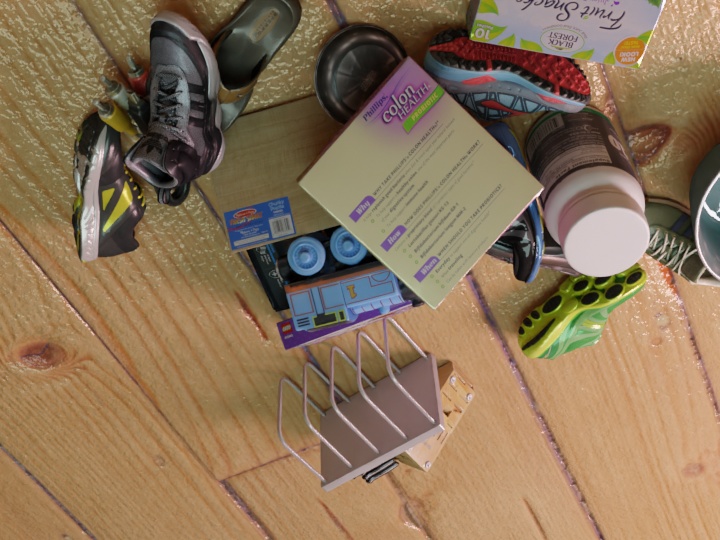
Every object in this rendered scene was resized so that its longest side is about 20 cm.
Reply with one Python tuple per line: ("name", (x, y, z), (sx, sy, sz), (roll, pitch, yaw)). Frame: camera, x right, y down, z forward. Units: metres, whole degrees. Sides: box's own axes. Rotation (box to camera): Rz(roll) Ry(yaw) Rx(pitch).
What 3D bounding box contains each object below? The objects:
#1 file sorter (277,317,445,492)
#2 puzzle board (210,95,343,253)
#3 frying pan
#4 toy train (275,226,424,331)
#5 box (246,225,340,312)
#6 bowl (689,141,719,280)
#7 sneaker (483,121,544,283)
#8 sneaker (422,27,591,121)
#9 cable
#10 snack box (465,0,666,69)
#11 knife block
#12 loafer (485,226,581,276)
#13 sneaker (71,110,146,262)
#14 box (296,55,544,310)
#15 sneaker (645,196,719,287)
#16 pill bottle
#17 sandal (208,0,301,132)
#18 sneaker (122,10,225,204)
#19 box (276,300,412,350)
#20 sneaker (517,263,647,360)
("file sorter", (-0.005, 0.177, 1.457), (0.199, 0.139, 0.125), (-31, 123, 20))
("puzzle board", (-0.075, -0.118, 1.239), (0.198, 0.017, 0.152), (-14, 89, 9))
("frying pan", (0.022, -0.184, 1.202), (0.114, 0.031, 0.191), (-32, 112, -6))
("toy train", (0.000, 0.000, 1.255), (0.198, 0.087, 0.116), (-14, 95, 11))
("box", (-0.066, -0.051, 1.327), (0.157, 0.046, 0.201), (-14, 128, 8))
("bowl", (0.477, -0.088, 1.280), (0.198, 0.105, 0.203), (-4, 118, -7))
("sneaker", (0.167, -0.077, 1.254), (0.082, 0.071, 0.201), (-16, 116, 11))
("sneaker", (0.161, -0.212, 1.208), (0.198, 0.080, 0.096), (13, 146, -10))
("cable", (-0.239, -0.163, 1.231), (0.050, 0.098, 0.201), (23, 155, 24))
("snack box", (0.225, -0.303, 1.137), (0.198, 0.053, 0.143), (7, 129, -9))
("knife block", (0.049, 0.217, 1.552), (0.064, 0.175, 0.201), (47, 68, -34))
("loafer", (0.209, -0.027, 1.352), (0.198, 0.072, 0.063), (9, 134, -13))
("sneaker", (-0.296, -0.101, 1.268), (0.084, 0.075, 0.201), (-4, 131, -27))
("box", (0.060, -0.093, 1.145), (0.200, 0.097, 0.176), (42, 92, -8))
("sneaker", (0.411, -0.028, 1.346), (0.198, 0.090, 0.067), (17, 127, -16))
("pill bottle", (0.258, -0.092, 1.215), (0.112, 0.201, 0.114), (-2, 130, -2))
("sandal", (-0.134, -0.225, 1.176), (0.081, 0.055, 0.200), (33, 120, -24))
("sneaker", (-0.203, -0.166, 1.137), (0.075, 0.114, 0.201), (13, 134, 21))
("box", (0.005, 0.049, 1.363), (0.198, 0.137, 0.039), (-21, 84, 12))
("sneaker", (0.300, 0.051, 1.427), (0.200, 0.075, 0.083), (-39, 139, 27))
